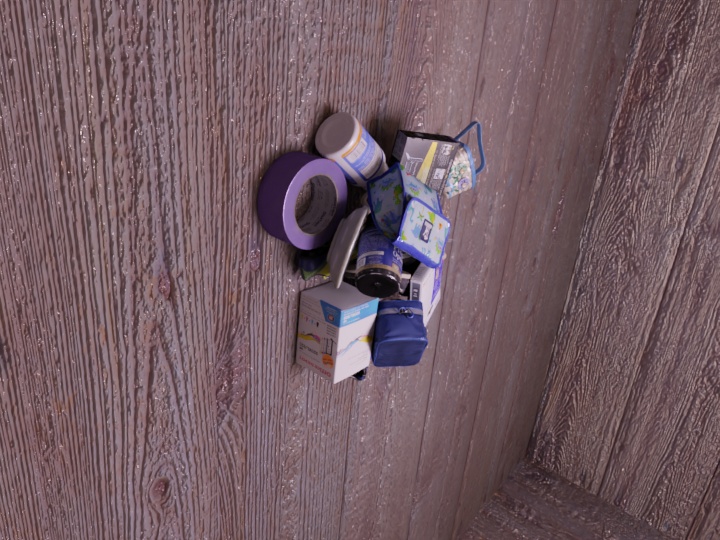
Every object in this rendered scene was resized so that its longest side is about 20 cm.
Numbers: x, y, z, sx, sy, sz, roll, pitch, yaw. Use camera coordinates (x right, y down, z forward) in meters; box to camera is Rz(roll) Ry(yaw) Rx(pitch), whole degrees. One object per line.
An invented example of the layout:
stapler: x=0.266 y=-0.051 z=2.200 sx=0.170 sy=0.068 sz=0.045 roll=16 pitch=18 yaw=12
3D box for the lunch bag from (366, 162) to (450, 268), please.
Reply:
lunch bag: x=0.113 y=-0.117 z=1.239 sx=0.169 sy=0.127 sz=0.202 roll=26 pitch=47 yaw=-42

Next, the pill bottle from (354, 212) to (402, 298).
pill bottle: x=0.048 y=-0.045 z=1.316 sx=0.112 sy=0.111 sz=0.202 roll=57 pitch=32 yaw=-50

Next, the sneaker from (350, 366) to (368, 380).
sneaker: x=-0.011 y=0.265 z=1.542 sx=0.198 sy=0.114 sz=0.081 roll=0 pitch=109 yaw=-53

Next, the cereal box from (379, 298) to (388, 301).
cereal box: x=0.054 y=0.028 z=1.567 sx=0.201 sy=0.039 sz=0.144 roll=-61 pitch=146 yaw=-11

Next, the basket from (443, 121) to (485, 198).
basket: x=0.292 y=-0.320 z=1.611 sx=0.200 sy=0.139 sz=0.177 roll=-43 pitch=138 yaw=-17

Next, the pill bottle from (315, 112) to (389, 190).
pill bottle: x=-0.010 y=-0.265 z=1.262 sx=0.200 sy=0.111 sz=0.113 roll=36 pitch=79 yaw=-55

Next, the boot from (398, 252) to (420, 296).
boot: x=0.123 y=0.001 z=1.540 sx=0.210 sy=0.079 sz=0.160 roll=-13 pitch=119 yaw=-52

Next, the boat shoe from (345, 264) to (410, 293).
boat shoe: x=0.043 y=0.026 z=1.405 sx=0.198 sy=0.073 sz=0.063 roll=6 pitch=104 yaw=-32

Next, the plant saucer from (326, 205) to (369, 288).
plant saucer: x=-0.037 y=-0.061 z=1.240 sx=0.200 sy=0.050 sz=0.202 roll=22 pitch=90 yaw=-90

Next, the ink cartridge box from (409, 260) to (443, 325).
ink cartridge box: x=0.189 y=0.055 z=1.557 sx=0.198 sy=0.043 sz=0.202 roll=-53 pitch=149 yaw=-48

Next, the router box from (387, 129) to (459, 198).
router box: x=0.143 y=-0.240 z=1.358 sx=0.156 sy=0.052 sz=0.202 roll=-1 pitch=123 yaw=-28

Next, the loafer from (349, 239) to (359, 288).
loafer: x=0.000 y=0.000 z=1.462 sx=0.067 sy=0.070 sz=0.203 roll=11 pitch=83 yaw=-32

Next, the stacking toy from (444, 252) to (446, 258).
stacking toy: x=0.208 y=0.026 z=1.747 sx=0.085 sy=0.085 sz=0.202 roll=-9 pitch=120 yaw=-51

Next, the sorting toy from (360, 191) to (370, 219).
sorting toy: x=0.078 y=-0.193 z=1.439 sx=0.180 sy=0.106 sz=0.201 roll=-39 pitch=135 yaw=-24

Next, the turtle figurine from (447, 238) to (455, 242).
turtle figurine: x=0.204 y=-0.126 z=1.621 sx=0.100 sy=0.151 sz=0.200 roll=-30 pitch=133 yaw=17

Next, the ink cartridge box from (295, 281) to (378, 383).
ink cartridge box: x=-0.062 y=0.152 z=1.384 sx=0.144 sy=0.146 sz=0.202 roll=-17 pitch=121 yaw=-48

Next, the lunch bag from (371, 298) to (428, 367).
lunch bag: x=0.096 y=0.156 z=1.429 sx=0.201 sy=0.134 sz=0.134 roll=103 pitch=-15 yaw=-56

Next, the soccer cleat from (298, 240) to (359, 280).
soccer cleat: x=-0.074 y=-0.024 z=1.345 sx=0.199 sy=0.064 sz=0.085 roll=-15 pitch=115 yaw=-44

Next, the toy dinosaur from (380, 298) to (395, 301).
toy dinosaur: x=0.005 y=0.125 z=1.505 sx=0.199 sy=0.061 sz=0.106 roll=-39 pitch=177 yaw=3

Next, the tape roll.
tape roll: x=-0.124 y=-0.153 z=1.193 sx=0.199 sy=0.084 sz=0.202 roll=-31 pitch=132 yaw=-42
